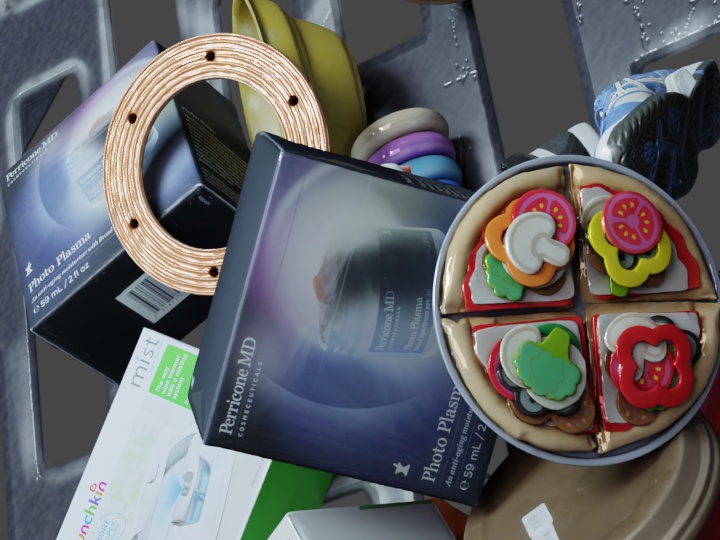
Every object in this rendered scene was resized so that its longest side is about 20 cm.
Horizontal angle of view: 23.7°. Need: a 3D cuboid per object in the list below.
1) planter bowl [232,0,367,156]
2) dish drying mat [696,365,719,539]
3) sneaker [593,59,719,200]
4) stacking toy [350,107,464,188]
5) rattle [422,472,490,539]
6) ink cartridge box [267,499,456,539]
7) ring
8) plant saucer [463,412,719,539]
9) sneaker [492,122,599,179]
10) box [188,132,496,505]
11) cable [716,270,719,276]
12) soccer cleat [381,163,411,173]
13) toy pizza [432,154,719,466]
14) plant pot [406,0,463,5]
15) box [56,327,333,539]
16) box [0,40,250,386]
[{"bbox_3d":[-0.044,-0.138,1.419,0.082,0.201,0.202,-12,60,-11],"label":"planter bowl"},{"bbox_3d":[0.245,0.139,1.153,0.018,0.076,0.202,-8,55,66],"label":"dish drying mat"},{"bbox_3d":[0.200,-0.095,1.217,0.076,0.200,0.077,-3,106,28],"label":"sneaker"},{"bbox_3d":[0.063,-0.025,1.345,0.085,0.085,0.202,-31,65,20],"label":"stacking toy"},{"bbox_3d":[0.145,0.216,1.226,0.199,0.143,0.131,-19,29,42],"label":"rattle"},{"bbox_3d":[-0.030,0.261,1.218,0.201,0.144,0.084,-54,53,30],"label":"ink cartridge box"},{"bbox_3d":[-0.111,-0.081,1.318,0.198,0.019,0.203,-2,84,25],"label":"ring"},{"bbox_3d":[0.145,0.153,1.126,0.199,0.030,0.201,-31,25,16],"label":"plant saucer"},{"bbox_3d":[0.153,-0.023,1.246,0.111,0.073,0.201,-26,33,2],"label":"sneaker"},{"bbox_3d":[0.003,0.032,1.168,0.123,0.196,0.202,-133,58,-76],"label":"box"},{"bbox_3d":[0.199,0.027,1.240,0.198,0.050,0.098,0,52,36],"label":"cable"},{"bbox_3d":[0.000,0.000,1.312,0.077,0.201,0.070,-17,50,-23],"label":"soccer cleat"},{"bbox_3d":[0.143,0.022,1.088,0.198,0.032,0.203,3,78,-13],"label":"toy pizza"},{"bbox_3d":[0.044,-0.351,1.426,0.187,0.186,0.201,-44,40,12],"label":"plant pot"},{"bbox_3d":[-0.126,0.172,1.380,0.175,0.096,0.202,20,85,34],"label":"box"},{"bbox_3d":[-0.192,-0.050,1.465,0.199,0.123,0.199,-39,44,15],"label":"box"}]
